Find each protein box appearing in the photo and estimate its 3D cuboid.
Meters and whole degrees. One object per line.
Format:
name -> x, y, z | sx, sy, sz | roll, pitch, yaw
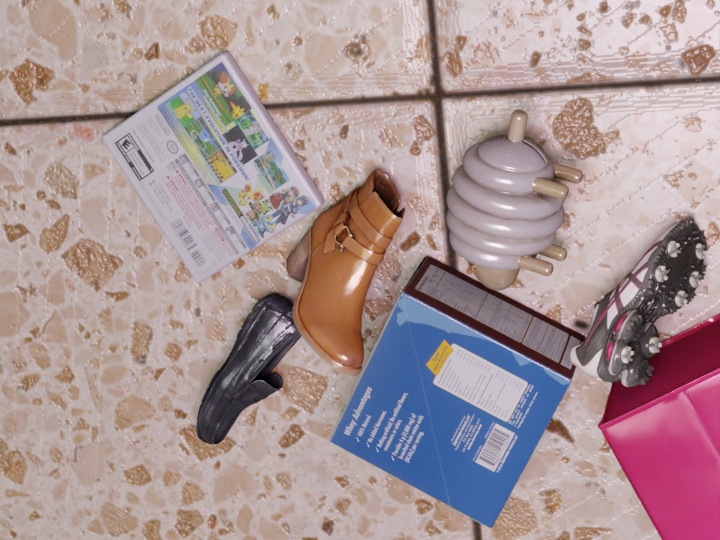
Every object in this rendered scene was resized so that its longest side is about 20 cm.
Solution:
protein box -> 0.106, 0.129, 1.773 | 0.199, 0.135, 0.199 | 27, 112, 5

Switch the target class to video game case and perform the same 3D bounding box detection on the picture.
video game case -> -0.165, -0.113, 1.833 | 0.182, 0.022, 0.201 | -31, 96, 21

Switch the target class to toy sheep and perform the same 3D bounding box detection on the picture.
toy sheep -> 0.155, -0.072, 1.703 | 0.137, 0.138, 0.201 | 14, 113, 10

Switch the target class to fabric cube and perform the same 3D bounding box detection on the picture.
fabric cube -> 0.382, 0.171, 1.680 | 0.199, 0.196, 0.200 | -29, 98, 21

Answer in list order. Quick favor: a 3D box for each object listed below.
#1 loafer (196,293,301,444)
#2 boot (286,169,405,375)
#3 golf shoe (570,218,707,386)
loafer -> -0.124, 0.122, 1.867 | 0.070, 0.068, 0.201 | 34, 109, 12
boot -> 0.000, 0.000, 1.746 | 0.076, 0.201, 0.155 | 28, 120, -32
golf shoe -> 0.287, 0.025, 1.695 | 0.088, 0.200, 0.077 | 7, 146, 51
